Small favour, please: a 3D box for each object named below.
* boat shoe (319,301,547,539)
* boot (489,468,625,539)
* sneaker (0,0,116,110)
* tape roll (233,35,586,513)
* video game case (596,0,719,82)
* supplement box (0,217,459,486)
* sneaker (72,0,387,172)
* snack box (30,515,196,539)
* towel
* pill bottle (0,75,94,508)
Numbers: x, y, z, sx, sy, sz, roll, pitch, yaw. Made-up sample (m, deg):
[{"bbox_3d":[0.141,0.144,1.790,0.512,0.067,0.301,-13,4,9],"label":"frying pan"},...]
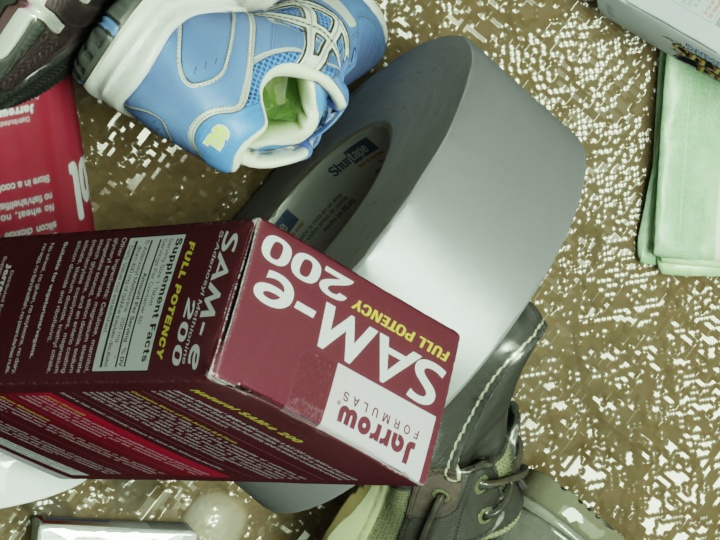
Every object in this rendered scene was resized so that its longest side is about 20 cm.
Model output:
[{"bbox_3d":[0.040,0.085,1.078,0.066,0.201,0.072,37,43,9],"label":"boat shoe"},{"bbox_3d":[0.072,0.215,1.163,0.182,0.073,0.200,39,80,-3],"label":"boot"},{"bbox_3d":[-0.115,-0.166,0.973,0.115,0.076,0.200,38,90,11],"label":"sneaker"},{"bbox_3d":[0.000,0.000,1.045,0.066,0.200,0.200,40,86,-16],"label":"tape roll"},{"bbox_3d":[0.231,-0.154,1.114,0.181,0.045,0.200,32,83,20],"label":"video game case"},{"bbox_3d":[-0.075,0.032,0.912,0.109,0.200,0.061,30,67,-41],"label":"supplement box"},{"bbox_3d":[-0.038,-0.076,1.040,0.077,0.200,0.076,43,116,14],"label":"sneaker"},{"bbox_3d":[-0.118,0.210,1.133,0.072,0.024,0.201,4,96,-17],"label":"snack box"},{"bbox_3d":[0.230,-0.069,1.194,0.199,0.023,0.153,3,96,-15],"label":"towel"},{"bbox_3d":[-0.164,-0.009,1.044,0.112,0.113,0.201,-10,101,-14],"label":"pill bottle"}]
